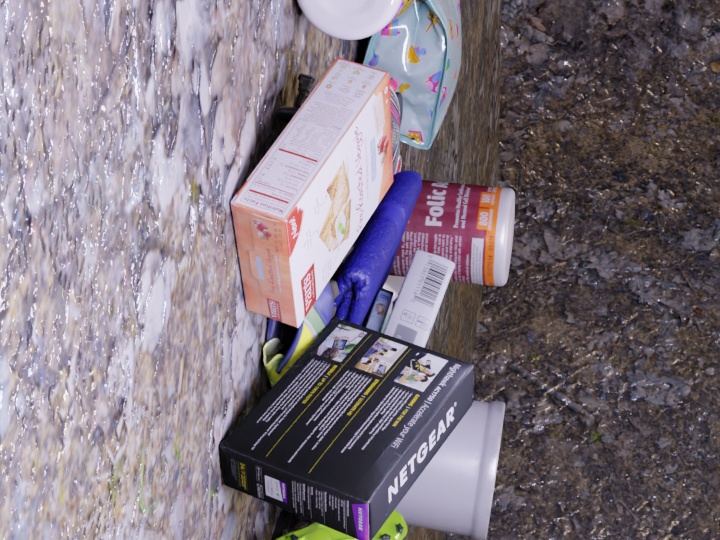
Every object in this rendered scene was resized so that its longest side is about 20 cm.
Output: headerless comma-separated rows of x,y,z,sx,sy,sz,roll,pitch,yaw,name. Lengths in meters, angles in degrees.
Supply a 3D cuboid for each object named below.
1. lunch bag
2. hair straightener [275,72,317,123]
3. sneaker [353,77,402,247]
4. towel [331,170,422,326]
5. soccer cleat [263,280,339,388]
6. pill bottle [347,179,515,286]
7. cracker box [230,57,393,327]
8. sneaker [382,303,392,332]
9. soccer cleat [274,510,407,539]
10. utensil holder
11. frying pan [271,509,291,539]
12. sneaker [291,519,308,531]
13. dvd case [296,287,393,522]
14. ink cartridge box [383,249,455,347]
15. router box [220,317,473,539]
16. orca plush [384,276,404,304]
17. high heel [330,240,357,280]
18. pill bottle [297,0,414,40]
0.061,-0.273,1.785,0.171,0.120,0.202,-70,169,-55,lunch bag
-0.040,-0.148,1.447,0.200,0.040,0.078,-21,116,-74,hair straightener
0.006,-0.108,1.649,0.075,0.079,0.203,-83,173,-64,sneaker
0.000,0.000,1.530,0.201,0.049,0.149,-63,173,-53,towel
-0.068,0.090,1.442,0.083,0.064,0.202,-28,134,-43,soccer cleat
0.076,-0.048,1.766,0.114,0.197,0.116,5,90,-81,pill bottle
-0.037,-0.069,1.329,0.201,0.057,0.135,-57,156,-35,cracker box
-0.014,0.080,1.721,0.200,0.073,0.120,-23,132,-88,sneaker
-0.036,0.274,1.466,0.199,0.068,0.081,-13,146,-45,soccer cleat
0.071,0.233,1.883,0.170,0.197,0.173,9,90,-84,utensil holder
-0.065,0.223,1.576,0.116,0.031,0.192,86,22,-55,frying pan
-0.024,0.272,1.613,0.071,0.075,0.200,-49,175,-8,sneaker
-0.014,0.131,1.496,0.201,0.017,0.144,-69,178,-49,dvd case
0.033,0.100,1.552,0.201,0.047,0.161,106,5,-52,ink cartridge box
-0.008,0.134,1.330,0.200,0.148,0.052,-46,145,-44,router box
0.011,0.026,1.921,0.106,0.071,0.200,50,10,-3,orca plush
-0.023,-0.082,1.544,0.201,0.067,0.097,104,1,-57,high heel
0.005,-0.286,1.462,0.200,0.103,0.106,-58,153,-71,pill bottle
